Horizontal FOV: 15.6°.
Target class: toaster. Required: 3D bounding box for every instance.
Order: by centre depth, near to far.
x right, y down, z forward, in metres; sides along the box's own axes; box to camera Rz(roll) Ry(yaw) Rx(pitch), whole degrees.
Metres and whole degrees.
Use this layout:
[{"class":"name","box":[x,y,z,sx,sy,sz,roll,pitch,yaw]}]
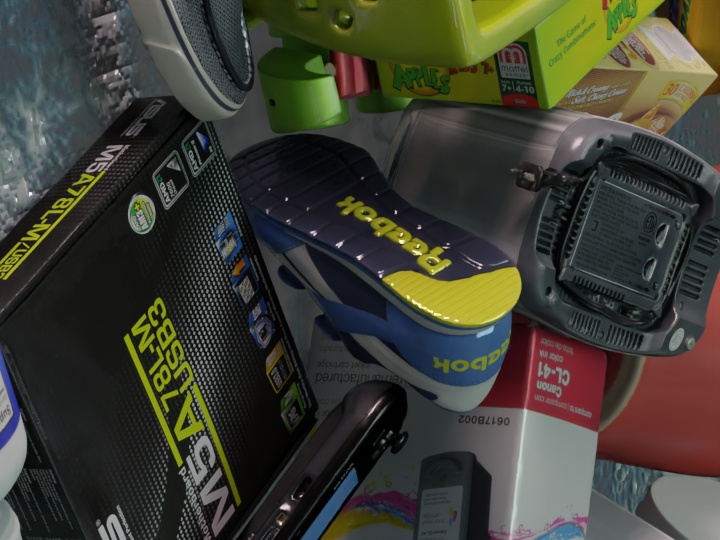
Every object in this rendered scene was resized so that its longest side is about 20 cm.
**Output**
[{"class":"toaster","box":[0.096,-0.029,1.379,0.200,0.129,0.114,17,91,-49]}]

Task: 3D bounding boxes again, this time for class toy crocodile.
[{"class":"toy crocodile","box":[0.003,-0.114,1.407,0.200,0.062,0.068,-22,110,-57]}]

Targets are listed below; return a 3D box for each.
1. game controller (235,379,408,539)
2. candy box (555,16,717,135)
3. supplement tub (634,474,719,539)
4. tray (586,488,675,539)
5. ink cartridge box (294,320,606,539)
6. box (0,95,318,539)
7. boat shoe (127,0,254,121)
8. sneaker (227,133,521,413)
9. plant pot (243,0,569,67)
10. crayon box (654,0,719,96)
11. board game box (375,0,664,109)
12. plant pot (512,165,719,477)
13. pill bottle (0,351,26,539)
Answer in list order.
[{"class":"game controller","box":[-0.041,0.138,1.280,0.200,0.042,0.104,-54,180,-8]},{"class":"candy box","box":[0.117,-0.094,1.543,0.115,0.055,0.200,-49,158,24]},{"class":"supplement tub","box":[0.190,0.239,1.586,0.145,0.145,0.200,-10,128,-58]},{"class":"tray","box":[0.107,0.163,1.448,0.107,0.200,0.022,-31,136,-33]},{"class":"ink cartridge box","box":[0.040,0.130,1.394,0.086,0.147,0.200,25,70,-53]},{"class":"box","box":[-0.105,0.049,1.250,0.193,0.047,0.200,-54,134,-46]},{"class":"boat shoe","box":[-0.063,-0.161,1.198,0.075,0.093,0.200,-82,155,-53]},{"class":"sneaker","box":[0.000,0.000,1.306,0.074,0.200,0.082,-27,135,-25]},{"class":"plant pot","box":[0.004,-0.219,1.291,0.200,0.181,0.199,-38,122,-51]},{"class":"crayon box","box":[0.214,-0.200,1.635,0.127,0.051,0.200,91,-12,-51]},{"class":"board game box","box":[0.101,-0.153,1.398,0.200,0.101,0.048,-43,130,-45]},{"class":"plant pot","box":[0.164,0.033,1.571,0.177,0.200,0.201,-1,92,-49]},{"class":"pill bottle","box":[-0.196,0.044,1.039,0.112,0.112,0.200,-44,128,-49]}]
